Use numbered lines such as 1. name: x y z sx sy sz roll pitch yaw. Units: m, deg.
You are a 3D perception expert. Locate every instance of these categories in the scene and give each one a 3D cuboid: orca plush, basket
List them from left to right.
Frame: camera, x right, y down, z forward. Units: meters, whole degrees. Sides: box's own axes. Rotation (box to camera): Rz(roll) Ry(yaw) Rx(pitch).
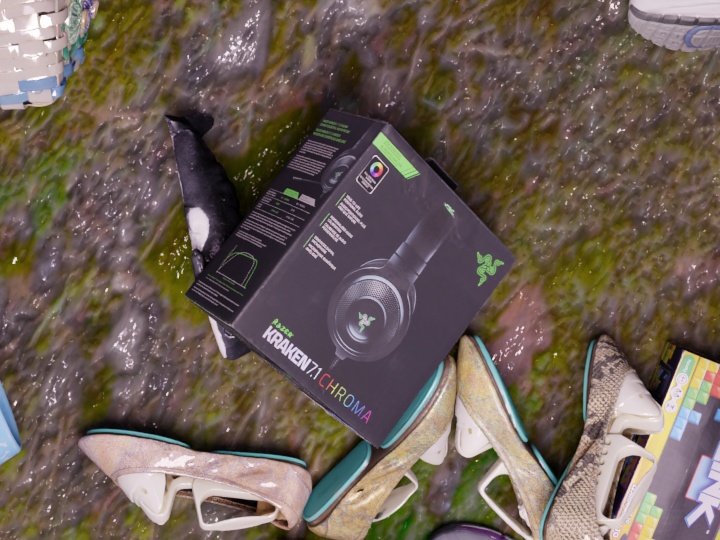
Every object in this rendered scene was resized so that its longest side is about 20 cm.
1. basket: -0.276 -0.232 0.901 0.138 0.177 0.201 -10 114 1
2. orca plush: -0.098 -0.034 0.959 0.071 0.105 0.201 -14 72 2

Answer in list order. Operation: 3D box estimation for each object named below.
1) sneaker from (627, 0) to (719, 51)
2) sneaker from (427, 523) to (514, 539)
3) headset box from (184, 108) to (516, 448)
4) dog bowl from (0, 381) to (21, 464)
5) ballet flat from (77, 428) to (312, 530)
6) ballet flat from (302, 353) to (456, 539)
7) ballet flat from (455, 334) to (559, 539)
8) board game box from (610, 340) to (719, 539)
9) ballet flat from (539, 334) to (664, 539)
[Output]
1. sneaker: 0.310 -0.232 0.966 0.199 0.075 0.088 -10 84 -7
2. sneaker: 0.141 0.286 0.993 0.200 0.088 0.075 36 94 -4
3. headset box: 0.000 0.000 0.915 0.174 0.093 0.200 44 79 -32
4. dog bowl: -0.328 0.071 0.960 0.049 0.111 0.201 -20 95 -13
5. ballet flat: -0.140 0.177 0.983 0.198 0.068 0.068 8 61 -1
6. ballet flat: 0.031 0.151 0.977 0.071 0.071 0.200 37 111 -4
7. ballet flat: 0.117 0.151 0.984 0.070 0.071 0.201 -31 97 2
8. board game box: 0.302 0.183 1.003 0.164 0.057 0.201 20 95 -1
9. ballet flat: 0.203 0.142 0.949 0.075 0.068 0.201 0 53 34
